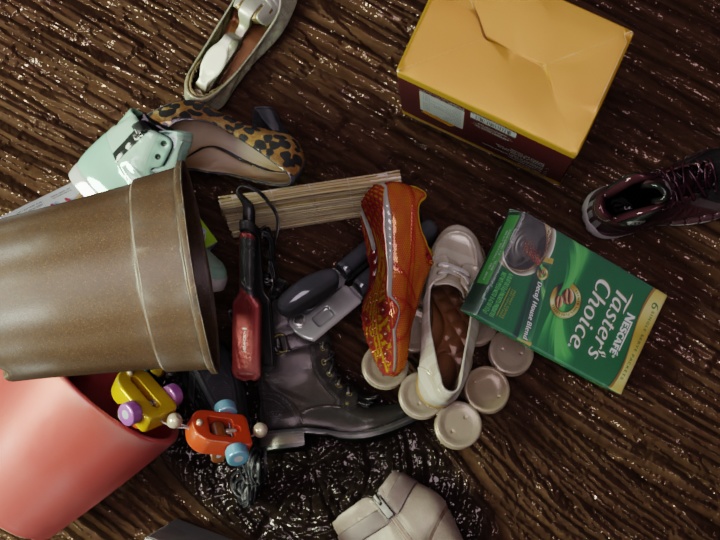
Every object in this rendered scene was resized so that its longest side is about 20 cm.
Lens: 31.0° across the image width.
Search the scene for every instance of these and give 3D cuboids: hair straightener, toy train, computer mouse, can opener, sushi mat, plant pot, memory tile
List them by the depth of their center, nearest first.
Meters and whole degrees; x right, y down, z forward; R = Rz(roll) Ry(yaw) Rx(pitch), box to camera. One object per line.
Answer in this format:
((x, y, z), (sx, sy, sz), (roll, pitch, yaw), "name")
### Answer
((-0.244, 0.012, 1.210), (0.196, 0.200, 0.202), (-9, 85, -3), "plant pot")
((-0.185, 0.121, 1.304), (0.056, 0.149, 0.201), (-59, 39, 33), "toy train")
((-0.319, 0.170, 1.358), (0.200, 0.200, 0.178), (43, 99, 6), "plant pot")
((-0.109, 0.010, 1.361), (0.041, 0.077, 0.202), (-1, 98, 23), "hair straightener")
((0.000, 0.000, 1.382), (0.199, 0.067, 0.053), (-38, 72, -19), "can opener")
((-0.142, 0.146, 1.385), (0.052, 0.139, 0.201), (-24, 71, -20), "computer mouse")
((0.109, 0.077, 1.389), (0.153, 0.017, 0.200), (37, 72, 5), "memory tile")
((-0.051, -0.070, 1.397), (0.198, 0.096, 0.012), (-9, 69, 3), "sushi mat")

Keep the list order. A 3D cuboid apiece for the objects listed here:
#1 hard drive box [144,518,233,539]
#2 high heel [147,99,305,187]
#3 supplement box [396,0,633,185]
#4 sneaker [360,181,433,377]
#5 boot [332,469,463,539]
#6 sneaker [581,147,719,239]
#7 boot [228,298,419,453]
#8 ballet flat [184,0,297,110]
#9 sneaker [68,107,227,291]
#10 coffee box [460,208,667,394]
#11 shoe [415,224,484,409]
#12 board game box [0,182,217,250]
((-0.206, 0.372, 1.342), (0.076, 0.156, 0.202), (19, 88, 4), "hard drive box")
((-0.161, -0.121, 1.365), (0.198, 0.143, 0.072), (-11, 126, -15), "high heel")
((0.154, -0.201, 1.339), (0.196, 0.200, 0.134), (25, 87, 5), "supplement box")
((0.044, 0.010, 1.341), (0.076, 0.073, 0.202), (1, 94, -28), "sneaker")
((0.023, 0.319, 1.382), (0.200, 0.070, 0.146), (-44, 78, -1), "boot")
((0.335, -0.082, 1.361), (0.198, 0.116, 0.076), (-20, 85, 2), "sneaker")
((-0.037, 0.101, 1.399), (0.198, 0.069, 0.176), (-7, 77, -4), "boot")
((-0.129, -0.261, 1.431), (0.067, 0.062, 0.201), (30, 88, 5), "ballet flat")
((-0.191, -0.075, 1.330), (0.200, 0.074, 0.118), (42, 104, -2), "sneaker")
((0.215, 0.033, 1.358), (0.199, 0.044, 0.124), (29, 85, -20), "coffee box")
((0.098, 0.044, 1.361), (0.069, 0.053, 0.202), (9, 73, -4), "shoe")
((-0.268, -0.033, 1.373), (0.199, 0.045, 0.135), (-34, 83, -40), "board game box")
